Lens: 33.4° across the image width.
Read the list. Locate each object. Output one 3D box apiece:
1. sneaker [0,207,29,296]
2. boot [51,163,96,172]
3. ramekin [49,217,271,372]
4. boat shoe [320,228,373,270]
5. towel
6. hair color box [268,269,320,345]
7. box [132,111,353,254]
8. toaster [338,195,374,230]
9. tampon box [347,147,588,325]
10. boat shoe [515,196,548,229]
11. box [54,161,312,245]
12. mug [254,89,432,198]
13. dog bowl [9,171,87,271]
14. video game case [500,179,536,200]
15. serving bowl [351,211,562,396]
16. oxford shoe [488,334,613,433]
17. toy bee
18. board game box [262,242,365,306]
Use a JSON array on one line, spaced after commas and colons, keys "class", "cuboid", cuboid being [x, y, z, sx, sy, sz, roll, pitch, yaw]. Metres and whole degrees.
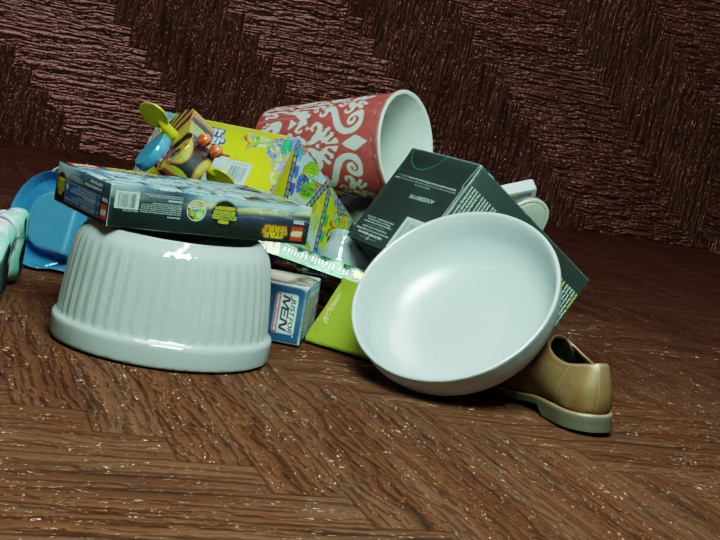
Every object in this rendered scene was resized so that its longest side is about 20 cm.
[{"class": "sneaker", "cuboid": [-0.411, -0.030, 1.196, 0.138, 0.079, 0.200, 10, 7, -9]}, {"class": "boot", "cuboid": [-0.295, -0.077, 1.487, 0.198, 0.074, 0.155, -5, -24, -17]}, {"class": "ramekin", "cuboid": [-0.172, 0.015, 1.077, 0.198, 0.106, 0.200, 11, 7, -1]}, {"class": "boat shoe", "cuboid": [-0.001, 0.000, 1.413, 0.069, 0.072, 0.201, 15, -10, 16]}, {"class": "towel", "cuboid": [0.044, 0.058, 1.177, 0.199, 0.018, 0.086, 14, 53, 33]}, {"class": "hair color box", "cuboid": [-0.147, 0.022, 1.232, 0.198, 0.061, 0.100, 11, 8, 5]}, {"class": "box", "cuboid": [-0.146, -0.076, 1.461, 0.198, 0.123, 0.193, 14, -22, 27]}, {"class": "toaster", "cuboid": [0.046, -0.044, 1.575, 0.201, 0.113, 0.129, 56, -5, -22]}, {"class": "tampon box", "cuboid": [0.116, -0.014, 1.304, 0.200, 0.127, 0.150, 43, -10, -29]}, {"class": "boat shoe", "cuboid": [0.147, -0.021, 1.450, 0.067, 0.200, 0.057, 30, 23, -23]}, {"class": "box", "cuboid": [-0.163, -0.061, 1.101, 0.198, 0.040, 0.137, 5, 10, -33]}, {"class": "mug", "cuboid": [-0.016, -0.145, 1.520, 0.198, 0.135, 0.177, 2, -21, 32]}, {"class": "dog bowl", "cuboid": [-0.306, -0.043, 1.351, 0.198, 0.113, 0.050, 13, -5, 25]}, {"class": "video game case", "cuboid": [0.112, -0.042, 1.467, 0.198, 0.018, 0.144, -12, -33, -9]}, {"class": "serving bowl", "cuboid": [0.094, 0.040, 1.115, 0.199, 0.201, 0.066, 15, -33, 33]}, {"class": "oxford shoe", "cuboid": [0.168, 0.090, 1.117, 0.071, 0.072, 0.199, 2, 8, -31]}, {"class": "toy bee", "cuboid": [-0.185, -0.119, 1.306, 0.108, 0.201, 0.131, -32, -42, 27]}, {"class": "board game box", "cuboid": [-0.032, 0.015, 1.306, 0.198, 0.024, 0.105, 20, -19, 1]}]
